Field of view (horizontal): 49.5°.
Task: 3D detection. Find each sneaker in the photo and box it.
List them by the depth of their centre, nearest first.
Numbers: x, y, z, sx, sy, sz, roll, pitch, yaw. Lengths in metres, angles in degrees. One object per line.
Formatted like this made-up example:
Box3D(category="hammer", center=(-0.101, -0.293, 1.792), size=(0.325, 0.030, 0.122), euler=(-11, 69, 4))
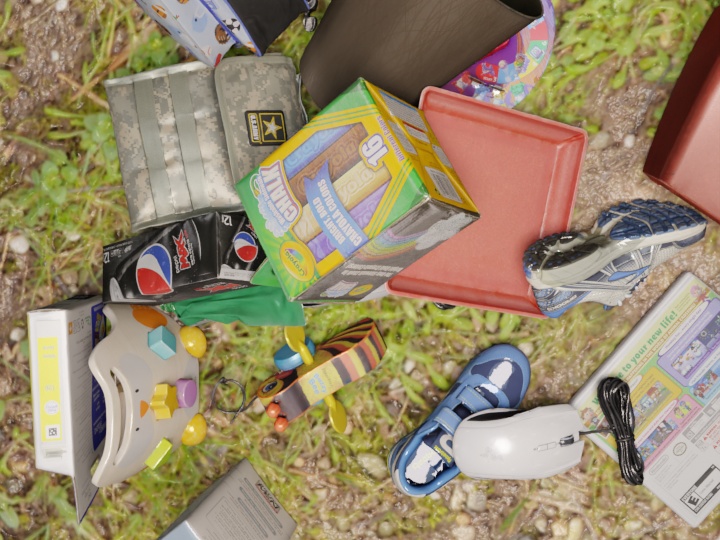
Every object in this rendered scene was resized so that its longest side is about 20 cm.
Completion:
Box3D(category="sneaker", center=(0.260, -0.010, 0.802), size=(0.198, 0.077, 0.086), euler=(-18, 122, -6))
Box3D(category="sneaker", center=(0.107, 0.163, 0.819), size=(0.074, 0.082, 0.200), euler=(41, 95, 5))

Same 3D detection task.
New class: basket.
Box3D(category="basket", center=(0.042, -0.236, 0.752), size=(0.180, 0.137, 0.200), euler=(32, 131, -20))

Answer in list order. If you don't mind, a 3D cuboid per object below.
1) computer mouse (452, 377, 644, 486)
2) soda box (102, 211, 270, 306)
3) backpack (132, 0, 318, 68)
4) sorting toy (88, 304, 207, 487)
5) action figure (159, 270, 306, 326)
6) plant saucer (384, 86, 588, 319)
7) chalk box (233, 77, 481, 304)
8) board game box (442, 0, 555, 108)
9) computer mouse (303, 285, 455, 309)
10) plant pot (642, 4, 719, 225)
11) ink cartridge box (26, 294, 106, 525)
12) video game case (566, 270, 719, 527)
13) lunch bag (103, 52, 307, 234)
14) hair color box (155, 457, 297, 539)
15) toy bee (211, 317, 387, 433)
Box3D(category="computer mouse", center=(0.191, 0.173, 0.780), size=(0.198, 0.044, 0.111), euler=(-7, 93, -11))
Box3D(category="soda box", center=(-0.181, -0.007, 0.788), size=(0.199, 0.070, 0.064), euler=(-12, 78, 41))
Box3D(category="backpack", center=(-0.159, -0.303, 0.742), size=(0.154, 0.200, 0.191), euler=(-37, 56, -2))
Box3D(category="sorting toy", center=(-0.237, 0.137, 0.812), size=(0.106, 0.180, 0.202), euler=(0, 93, 7))
Box3D(category="action figure", center=(-0.140, 0.017, 0.836), size=(0.198, 0.055, 0.119), euler=(-13, 76, 29))
Box3D(category="plant saucer", center=(0.124, -0.064, 0.794), size=(0.198, 0.037, 0.202), euler=(9, 95, -23))
Box3D(category="chalk box", center=(-0.019, -0.051, 0.702), size=(0.199, 0.124, 0.125), euler=(-34, 72, 23))
Box3D(category="board game box", center=(0.106, -0.260, 0.819), size=(0.198, 0.039, 0.159), euler=(19, 95, 6))
Box3D(category="computer mouse", center=(0.000, 0.000, 0.836), size=(0.198, 0.044, 0.111), euler=(-10, 92, 8))
Box3D(category="plant pot", center=(0.376, -0.123, 0.724), size=(0.199, 0.200, 0.177), euler=(35, 106, 4))
Box3D(category="ink cartridge box", center=(-0.297, 0.132, 0.810), size=(0.046, 0.198, 0.202), euler=(0, 92, -9))
Box3D(category="video game case", center=(0.345, 0.135, 0.818), size=(0.182, 0.022, 0.200), euler=(40, 98, 4))
Box3D(category="lunch bag", center=(-0.147, -0.131, 0.823), size=(0.198, 0.118, 0.166), euler=(-11, 88, 1))
Box3D(category="hair color box", center=(-0.135, 0.273, 0.795), size=(0.060, 0.200, 0.099), euler=(-39, 88, 8))
Box3D(category="toy bee", center=(-0.060, 0.128, 0.823), size=(0.131, 0.109, 0.200), euler=(41, 101, -15))
